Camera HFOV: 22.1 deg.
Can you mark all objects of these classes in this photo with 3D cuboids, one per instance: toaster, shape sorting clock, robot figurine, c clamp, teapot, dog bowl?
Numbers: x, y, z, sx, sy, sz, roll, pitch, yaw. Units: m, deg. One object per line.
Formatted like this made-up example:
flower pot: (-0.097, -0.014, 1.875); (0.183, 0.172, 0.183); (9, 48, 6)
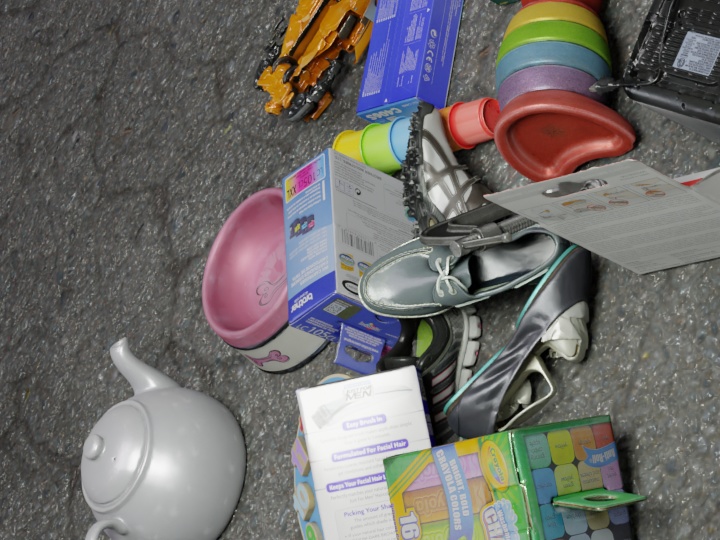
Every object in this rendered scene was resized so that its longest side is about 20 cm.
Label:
toaster: (0.319, -0.189, 1.488); (0.200, 0.118, 0.181); (25, 90, 53)
shape sorting clock: (-0.020, 0.197, 1.725); (0.200, 0.039, 0.201); (-177, 90, -66)
robot figurine: (-0.041, -0.251, 2.019); (0.200, 0.058, 0.145); (-57, 37, 11)
c clamp: (0.141, -0.046, 1.595); (0.171, 0.200, 0.027); (-5, 105, 53)
teapot: (-0.226, 0.209, 1.924); (0.198, 0.146, 0.200); (-58, 38, 11)
dog bowl: (-0.089, 0.002, 1.928); (0.200, 0.074, 0.201); (-27, 52, 40)

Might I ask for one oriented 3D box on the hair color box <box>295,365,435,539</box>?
hair color box: (0.018, 0.191, 1.606); (0.109, 0.065, 0.201); (-12, 84, 6)

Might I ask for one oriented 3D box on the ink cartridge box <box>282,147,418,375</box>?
ink cartridge box: (0.000, 0.000, 1.765); (0.076, 0.136, 0.201); (-35, 46, 37)

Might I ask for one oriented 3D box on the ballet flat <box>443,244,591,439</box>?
ballet flat: (0.155, 0.074, 1.602); (0.200, 0.073, 0.073); (-53, 38, 8)

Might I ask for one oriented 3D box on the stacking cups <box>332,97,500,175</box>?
stacking cups: (0.059, -0.127, 1.832); (0.200, 0.060, 0.061); (-10, 64, 46)

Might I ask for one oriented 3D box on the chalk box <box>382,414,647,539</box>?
chalk box: (0.135, 0.188, 1.482); (0.200, 0.124, 0.124); (-19, 78, 45)

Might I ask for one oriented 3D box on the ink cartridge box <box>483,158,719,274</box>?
ink cartridge box: (0.223, -0.058, 1.468); (0.161, 0.200, 0.050); (-13, 60, 46)

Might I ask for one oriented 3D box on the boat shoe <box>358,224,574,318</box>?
boat shoe: (0.090, -0.004, 1.633); (0.199, 0.062, 0.073); (-11, 83, 10)

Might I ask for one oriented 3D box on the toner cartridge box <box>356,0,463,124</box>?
toner cartridge box: (0.057, -0.253, 1.911); (0.095, 0.043, 0.201); (-11, 63, 49)

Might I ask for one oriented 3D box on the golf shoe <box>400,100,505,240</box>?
golf shoe: (0.088, -0.068, 1.743); (0.078, 0.094, 0.201); (103, 164, -65)

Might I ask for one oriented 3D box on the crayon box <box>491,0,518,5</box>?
crayon box: (0.167, -0.323, 1.750); (0.200, 0.119, 0.059); (-12, 62, 48)

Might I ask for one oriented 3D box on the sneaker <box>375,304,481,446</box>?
sneaker: (0.052, 0.113, 1.680); (0.074, 0.087, 0.201); (-9, 64, 48)

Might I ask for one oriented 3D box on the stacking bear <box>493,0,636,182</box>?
stacking bear: (0.181, -0.201, 1.683); (0.121, 0.114, 0.201); (-24, 49, 42)
